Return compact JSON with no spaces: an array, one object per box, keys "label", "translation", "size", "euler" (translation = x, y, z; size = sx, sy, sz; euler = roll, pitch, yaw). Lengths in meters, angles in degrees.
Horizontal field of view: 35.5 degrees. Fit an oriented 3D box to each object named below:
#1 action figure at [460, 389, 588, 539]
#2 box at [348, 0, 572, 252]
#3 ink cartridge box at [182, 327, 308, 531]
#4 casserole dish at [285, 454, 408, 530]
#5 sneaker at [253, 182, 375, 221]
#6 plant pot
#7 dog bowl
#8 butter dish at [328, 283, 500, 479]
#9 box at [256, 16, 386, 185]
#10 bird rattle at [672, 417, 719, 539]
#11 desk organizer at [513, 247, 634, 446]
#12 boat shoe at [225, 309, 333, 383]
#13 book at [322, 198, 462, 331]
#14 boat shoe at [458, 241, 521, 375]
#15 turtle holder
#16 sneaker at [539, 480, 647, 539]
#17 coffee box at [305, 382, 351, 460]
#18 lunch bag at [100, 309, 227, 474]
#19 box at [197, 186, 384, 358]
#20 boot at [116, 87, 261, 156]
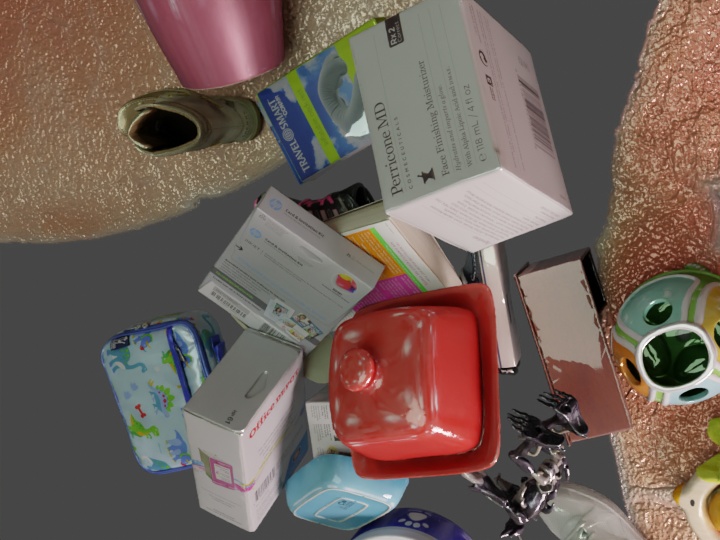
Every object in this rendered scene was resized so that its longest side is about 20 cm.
[{"label":"action figure","translation":[0.179,0.210,1.229],"size":[0.102,0.118,0.201],"euler":[39,142,25]},{"label":"box","translation":[0.105,-0.146,1.154],"size":[0.130,0.199,0.201],"euler":[-21,70,26]},{"label":"ink cartridge box","translation":[-0.133,0.192,1.356],"size":[0.084,0.145,0.201],"euler":[21,138,18]},{"label":"casserole dish","translation":[-0.021,0.273,1.361],"size":[0.120,0.039,0.200],"euler":[19,149,-16]},{"label":"sneaker","translation":[-0.029,-0.069,1.333],"size":[0.198,0.074,0.088],"euler":[20,108,14]},{"label":"plant pot","translation":[-0.169,-0.313,1.281],"size":[0.198,0.200,0.180],"euler":[-3,117,24]},{"label":"dog bowl","translation":[0.062,0.400,1.391],"size":[0.198,0.079,0.202],"euler":[6,107,19]},{"label":"butter dish","translation":[0.034,0.113,1.182],"size":[0.199,0.147,0.202],"euler":[-12,72,36]},{"label":"box","translation":[-0.029,-0.193,1.316],"size":[0.199,0.048,0.123],"euler":[-28,90,25]},{"label":"bird rattle","translation":[0.434,0.251,1.213],"size":[0.200,0.113,0.163],"euler":[43,127,-5]},{"label":"desk organizer","translation":[0.243,0.083,1.250],"size":[0.076,0.072,0.202],"euler":[-16,95,23]},{"label":"boat shoe","translation":[-0.107,0.068,1.403],"size":[0.200,0.071,0.063],"euler":[41,154,1]},{"label":"book","translation":[0.000,0.000,1.281],"size":[0.199,0.048,0.134],"euler":[-16,122,38]},{"label":"boat shoe","translation":[0.123,0.027,1.284],"size":[0.092,0.075,0.202],"euler":[-7,100,17]},{"label":"turtle holder","translation":[0.351,0.074,1.165],"size":[0.184,0.132,0.143],"euler":[2,101,21]},{"label":"sneaker","translation":[0.274,0.325,1.268],"size":[0.199,0.115,0.074],"euler":[36,115,14]},{"label":"coffee box","translation":[0.050,0.172,1.330],"size":[0.198,0.113,0.081],"euler":[-4,101,25]},{"label":"lunch bag","translation":[-0.240,0.158,1.472],"size":[0.159,0.082,0.202],"euler":[-11,99,22]},{"label":"box","translation":[-0.084,0.010,1.281],"size":[0.155,0.041,0.200],"euler":[35,143,-6]},{"label":"boot","translation":[-0.239,-0.177,1.350],"size":[0.198,0.154,0.073],"euler":[5,105,23]}]
